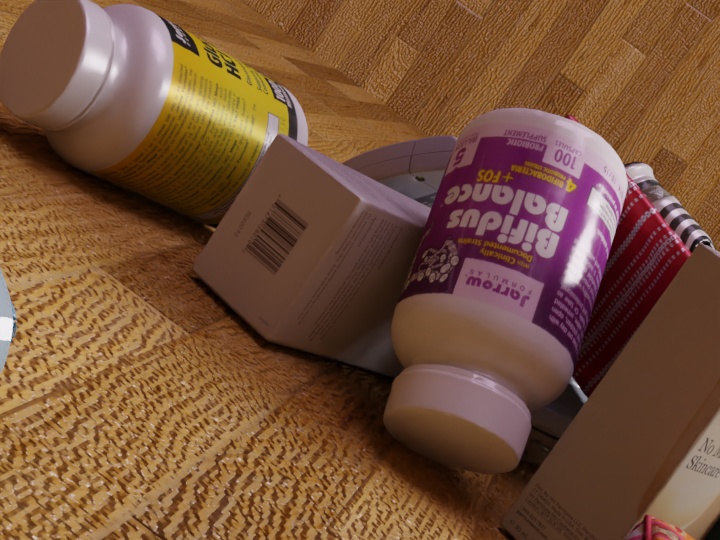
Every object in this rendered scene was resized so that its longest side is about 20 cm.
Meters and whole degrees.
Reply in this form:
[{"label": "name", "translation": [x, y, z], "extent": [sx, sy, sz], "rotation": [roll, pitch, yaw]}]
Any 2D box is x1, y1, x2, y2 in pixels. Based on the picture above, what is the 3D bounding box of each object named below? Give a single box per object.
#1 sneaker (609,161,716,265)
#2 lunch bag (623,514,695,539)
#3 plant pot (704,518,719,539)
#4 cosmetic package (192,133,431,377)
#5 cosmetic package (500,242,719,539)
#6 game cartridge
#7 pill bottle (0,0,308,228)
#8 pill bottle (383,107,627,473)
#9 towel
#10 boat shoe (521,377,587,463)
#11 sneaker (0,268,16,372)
[{"label": "sneaker", "translation": [0.185, 0.036, 1.032], "extent": [0.075, 0.201, 0.115], "rotation": [-18, 51, -27]}, {"label": "lunch bag", "translation": [0.176, 0.201, 0.694], "extent": [0.176, 0.082, 0.200], "rotation": [38, 10, 14]}, {"label": "plant pot", "translation": [0.292, 0.167, 0.971], "extent": [0.187, 0.201, 0.200], "rotation": [20, 13, -13]}, {"label": "cosmetic package", "translation": [0.000, 0.000, 0.982], "extent": [0.085, 0.108, 0.200], "rotation": [39, 9, 32]}, {"label": "cosmetic package", "translation": [0.181, 0.093, 0.869], "extent": [0.071, 0.201, 0.105], "rotation": [41, 14, 36]}, {"label": "game cartridge", "translation": [0.049, -0.059, 1.300], "extent": [0.133, 0.042, 0.199], "rotation": [33, -30, -31]}, {"label": "pill bottle", "translation": [-0.136, -0.106, 1.005], "extent": [0.200, 0.113, 0.112], "rotation": [24, 14, -48]}, {"label": "pill bottle", "translation": [0.083, 0.013, 0.901], "extent": [0.112, 0.201, 0.112], "rotation": [17, -25, 8]}, {"label": "towel", "translation": [0.162, 0.017, 0.991], "extent": [0.022, 0.145, 0.200], "rotation": [-20, 65, -40]}, {"label": "boat shoe", "translation": [0.128, 0.106, 1.044], "extent": [0.199, 0.067, 0.074], "rotation": [31, 31, -21]}, {"label": "sneaker", "translation": [-0.146, 0.025, 0.456], "extent": [0.130, 0.080, 0.200], "rotation": [24, 15, -42]}]
